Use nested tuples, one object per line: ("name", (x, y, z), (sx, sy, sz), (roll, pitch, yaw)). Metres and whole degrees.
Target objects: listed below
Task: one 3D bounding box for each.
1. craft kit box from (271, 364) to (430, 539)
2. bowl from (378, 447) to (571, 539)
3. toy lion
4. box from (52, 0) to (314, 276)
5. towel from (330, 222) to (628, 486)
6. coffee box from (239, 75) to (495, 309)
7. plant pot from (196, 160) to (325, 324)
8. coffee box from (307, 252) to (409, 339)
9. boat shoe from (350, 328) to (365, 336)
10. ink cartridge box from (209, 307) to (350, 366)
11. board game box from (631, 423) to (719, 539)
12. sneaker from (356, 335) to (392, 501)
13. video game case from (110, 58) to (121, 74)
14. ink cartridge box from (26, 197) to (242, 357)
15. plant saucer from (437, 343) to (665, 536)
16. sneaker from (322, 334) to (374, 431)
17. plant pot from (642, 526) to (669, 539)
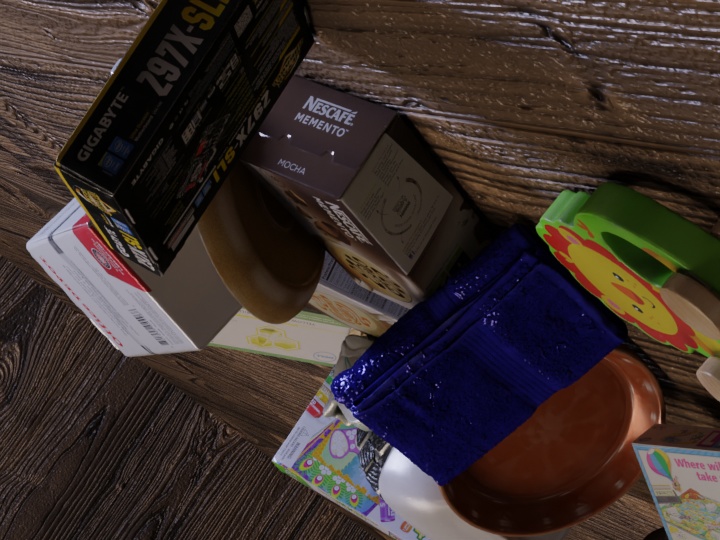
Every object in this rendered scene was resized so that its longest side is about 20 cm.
("craft kit box", (0.045, 0.163, 1.866), (0.197, 0.200, 0.049), (28, 166, 21))
("bowl", (0.136, 0.164, 1.618), (0.200, 0.200, 0.075), (37, 174, -33))
("toy lion", (0.191, 0.002, 1.210), (0.192, 0.069, 0.200), (35, 170, 31))
("box", (-0.106, -0.111, 1.180), (0.049, 0.200, 0.160), (29, 168, 12))
("towel", (0.093, 0.072, 1.408), (0.148, 0.200, 0.050), (41, -163, -31))
("coffee box", (0.012, -0.050, 1.400), (0.113, 0.080, 0.200), (25, 166, 39))
("plant pot", (-0.074, -0.059, 1.414), (0.027, 0.200, 0.200), (-15, 145, 22))
("coffee box", (0.000, 0.000, 1.576), (0.200, 0.080, 0.114), (25, 167, 3))
("boat shoe", (-0.005, 0.048, 1.849), (0.200, 0.074, 0.069), (28, 173, 28))
("ink cartridge box", (-0.086, 0.060, 1.788), (0.145, 0.048, 0.200), (10, 151, -3))
("board game box", (0.316, 0.191, 1.457), (0.200, 0.034, 0.135), (0, 117, 54))
("sneaker", (0.047, 0.134, 1.695), (0.085, 0.077, 0.200), (24, -142, -29))
("video game case", (-0.115, -0.103, 1.661), (0.182, 0.023, 0.200), (27, 166, 28))
("ink cartridge box", (-0.194, -0.004, 1.613), (0.144, 0.084, 0.200), (49, 158, -14))
("plant saucer", (0.153, 0.133, 1.522), (0.200, 0.200, 0.032), (42, -166, -36))
("sneaker", (0.032, 0.102, 1.564), (0.070, 0.080, 0.200), (30, 165, -21))
("plant pot", (0.346, 0.256, 1.617), (0.200, 0.093, 0.201), (14, -160, -5))
